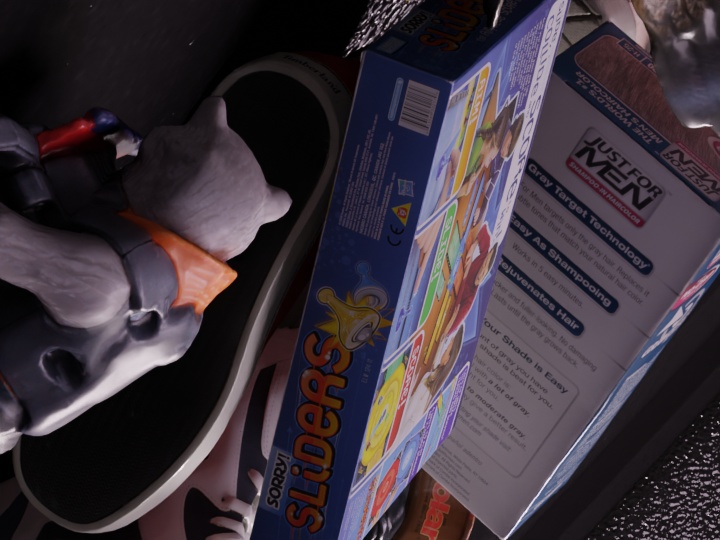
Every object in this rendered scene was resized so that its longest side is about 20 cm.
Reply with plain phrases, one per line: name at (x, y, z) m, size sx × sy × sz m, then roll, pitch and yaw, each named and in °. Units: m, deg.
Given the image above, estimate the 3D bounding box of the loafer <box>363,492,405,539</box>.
loafer at (-0.039, 0.118, 1.386) m, size 0.070 × 0.068 × 0.200 m, roll -41°, pitch -173°, yaw -36°

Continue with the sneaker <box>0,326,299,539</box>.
sneaker at (-0.051, 0.110, 1.133) m, size 0.199 × 0.130 × 0.080 m, roll -24°, pitch 143°, yaw -24°

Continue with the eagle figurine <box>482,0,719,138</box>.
eagle figurine at (0.072, -0.130, 0.912) m, size 0.150 × 0.152 × 0.200 m, roll -15°, pitch 162°, yaw 22°

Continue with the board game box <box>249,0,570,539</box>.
board game box at (0.019, -0.005, 1.065) m, size 0.135 × 0.034 × 0.201 m, roll -44°, pitch 152°, yaw -59°

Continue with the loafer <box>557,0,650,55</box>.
loafer at (0.100, -0.091, 1.295) m, size 0.063 × 0.072 × 0.200 m, roll -45°, pitch 169°, yaw -20°

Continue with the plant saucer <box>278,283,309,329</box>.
plant saucer at (0.000, 0.000, 1.278) m, size 0.200 × 0.050 × 0.200 m, roll -47°, pitch 168°, yaw -13°

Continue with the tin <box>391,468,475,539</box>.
tin at (0.012, 0.094, 1.424) m, size 0.200 × 0.042 × 0.112 m, roll -157°, pitch -102°, yaw -74°

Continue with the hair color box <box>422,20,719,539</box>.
hair color box at (0.081, 0.007, 1.225) m, size 0.060 × 0.100 × 0.200 m, roll -36°, pitch 163°, yaw -49°

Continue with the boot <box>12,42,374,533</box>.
boot at (-0.042, 0.005, 1.095) m, size 0.200 × 0.072 × 0.144 m, roll -56°, pitch 168°, yaw 18°

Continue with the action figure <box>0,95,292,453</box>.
action figure at (-0.098, 0.026, 0.877) m, size 0.193 × 0.105 × 0.200 m, roll -41°, pitch 168°, yaw 10°
